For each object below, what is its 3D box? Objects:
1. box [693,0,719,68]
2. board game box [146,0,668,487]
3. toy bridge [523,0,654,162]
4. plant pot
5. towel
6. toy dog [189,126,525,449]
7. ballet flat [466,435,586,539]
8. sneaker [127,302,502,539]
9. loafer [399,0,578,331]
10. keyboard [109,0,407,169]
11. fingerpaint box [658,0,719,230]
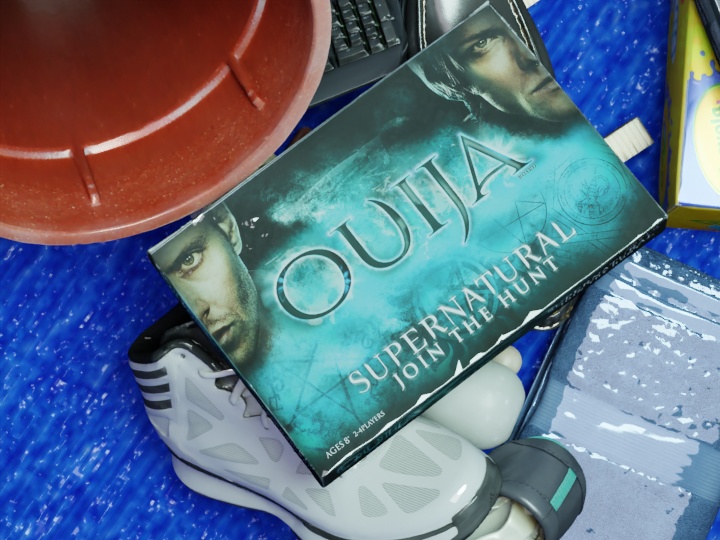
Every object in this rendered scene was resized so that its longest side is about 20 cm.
[{"bbox_3d":[0.212,-0.200,1.300,0.159,0.046,0.200,-19,82,-3],"label":"box"},{"bbox_3d":[0.021,-0.014,1.285,0.200,0.028,0.135,-37,77,-8],"label":"board game box"},{"bbox_3d":[0.064,-0.128,1.396,0.067,0.027,0.200,-34,95,1],"label":"toy bridge"},{"bbox_3d":[-0.140,-0.151,1.283,0.201,0.201,0.195,-26,49,-1],"label":"plant pot"},{"bbox_3d":[0.130,0.092,1.400,0.112,0.049,0.200,25,91,-3],"label":"towel"},{"bbox_3d":[0.000,0.000,1.367,0.200,0.132,0.096,44,61,-10],"label":"toy dog"},{"bbox_3d":[0.026,0.150,1.349,0.200,0.073,0.073,-38,94,27],"label":"ballet flat"},{"bbox_3d":[-0.035,0.069,1.312,0.076,0.200,0.115,-56,136,-26],"label":"sneaker"},{"bbox_3d":[0.070,-0.067,1.349,0.073,0.072,0.200,-19,96,-6],"label":"loafer"},{"bbox_3d":[-0.079,-0.107,1.359,0.200,0.127,0.021,-20,134,4],"label":"keyboard"},{"bbox_3d":[0.235,-0.117,1.359,0.167,0.073,0.200,6,83,-2],"label":"fingerpaint box"}]
